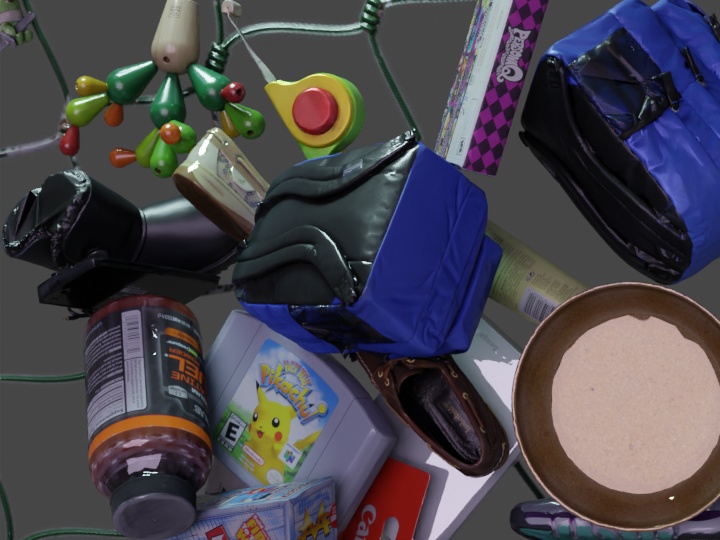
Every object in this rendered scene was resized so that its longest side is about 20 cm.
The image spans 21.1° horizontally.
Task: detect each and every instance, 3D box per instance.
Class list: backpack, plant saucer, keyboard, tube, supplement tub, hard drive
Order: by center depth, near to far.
[{"bbox_3d":[0.248,-0.106,1.563,0.167,0.163,0.201,-32,75,-9],"label":"backpack"},{"bbox_3d":[0.222,0.109,1.571,0.198,0.035,0.203,1,92,18],"label":"plant saucer"},{"bbox_3d":[0.000,0.000,1.587,0.199,0.168,0.164,-2,54,47],"label":"backpack"},{"bbox_3d":[-0.181,0.127,1.647,0.106,0.107,0.201,-23,50,17],"label":"supplement tub"},{"bbox_3d":[0.113,-0.010,1.680,0.199,0.052,0.058,32,56,22],"label":"tube"},{"bbox_3d":[-0.214,0.008,1.691,0.104,0.200,0.040,-29,72,21],"label":"keyboard"},{"bbox_3d":[0.073,0.142,1.695,0.132,0.026,0.201,42,101,17],"label":"hard drive"}]

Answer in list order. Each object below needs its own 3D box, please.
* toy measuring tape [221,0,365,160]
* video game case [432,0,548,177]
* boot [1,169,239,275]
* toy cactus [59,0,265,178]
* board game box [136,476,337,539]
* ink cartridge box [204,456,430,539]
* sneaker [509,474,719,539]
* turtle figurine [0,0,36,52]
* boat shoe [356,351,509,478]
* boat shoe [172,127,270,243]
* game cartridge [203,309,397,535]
[{"bbox_3d":[-0.050,-0.173,1.732,0.073,0.073,0.201,-34,77,15],"label":"toy measuring tape"},{"bbox_3d":[0.113,-0.180,1.618,0.035,0.181,0.202,16,93,-7],"label":"video game case"},{"bbox_3d":[-0.200,-0.043,1.720,0.199,0.168,0.077,-27,60,17],"label":"boot"},{"bbox_3d":[-0.182,-0.169,1.774,0.198,0.102,0.167,2,78,28],"label":"toy cactus"},{"bbox_3d":[-0.079,0.261,1.630,0.199,0.061,0.201,-32,83,43],"label":"board game box"},{"bbox_3d":[-0.051,0.219,1.698,0.199,0.057,0.164,20,95,38],"label":"ink cartridge box"},{"bbox_3d":[0.225,0.188,1.626,0.198,0.074,0.088,0,69,13],"label":"sneaker"},{"bbox_3d":[-0.322,-0.268,1.797,0.192,0.201,0.145,-14,117,14],"label":"turtle figurine"},{"bbox_3d":[0.051,0.093,1.655,0.200,0.070,0.071,46,103,17],"label":"boat shoe"},{"bbox_3d":[-0.073,-0.041,1.702,0.200,0.073,0.063,42,70,-20],"label":"boat shoe"},{"bbox_3d":[-0.065,0.127,1.674,0.199,0.040,0.134,37,100,30],"label":"game cartridge"}]
